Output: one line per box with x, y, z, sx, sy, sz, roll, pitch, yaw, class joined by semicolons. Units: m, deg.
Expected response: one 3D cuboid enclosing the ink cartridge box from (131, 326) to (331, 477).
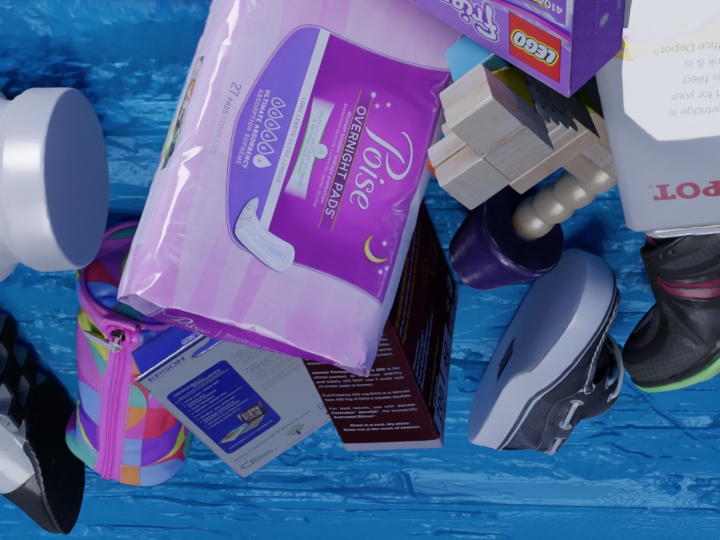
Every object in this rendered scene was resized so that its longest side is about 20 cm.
-0.063;0.052;1.175;0.099;0.039;0.200;-33;156;0;ink cartridge box

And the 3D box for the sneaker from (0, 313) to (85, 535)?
-0.241;0.096;1.328;0.088;0.074;0.200;-6;133;19;sneaker

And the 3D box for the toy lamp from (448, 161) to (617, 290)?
0.115;-0.044;1.063;0.058;0.058;0.200;25;145;-23;toy lamp

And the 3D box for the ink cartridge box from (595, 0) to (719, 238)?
0.171;-0.121;0.879;0.145;0.088;0.200;-5;123;17;ink cartridge box

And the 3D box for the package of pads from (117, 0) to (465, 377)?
-0.026;-0.060;0.956;0.120;0.200;0.076;18;172;-11;package of pads

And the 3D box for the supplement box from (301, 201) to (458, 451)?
0.000;0.000;1.109;0.061;0.109;0.200;-4;144;16;supplement box

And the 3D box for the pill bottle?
-0.242;-0.044;1.090;0.200;0.116;0.116;-1;144;14;pill bottle

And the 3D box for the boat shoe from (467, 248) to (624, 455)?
0.120;0.054;1.192;0.068;0.072;0.200;15;147;-7;boat shoe

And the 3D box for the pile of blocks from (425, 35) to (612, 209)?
0.060;-0.071;0.935;0.062;0.082;0.200;-35;171;20;pile of blocks

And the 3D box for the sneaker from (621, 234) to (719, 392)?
0.180;-0.014;1.093;0.084;0.077;0.200;20;134;-4;sneaker

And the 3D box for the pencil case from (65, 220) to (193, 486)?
-0.133;0.053;1.232;0.088;0.088;0.200;9;146;-1;pencil case

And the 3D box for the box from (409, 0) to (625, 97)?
0.020;-0.171;0.835;0.200;0.039;0.137;35;153;24;box
